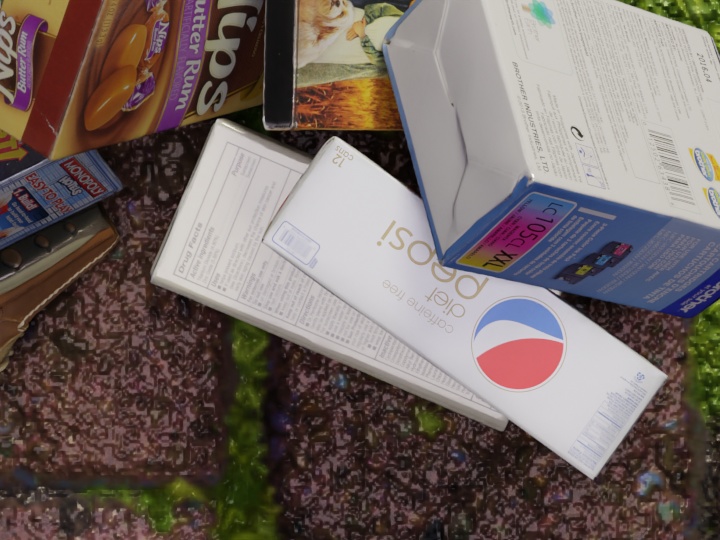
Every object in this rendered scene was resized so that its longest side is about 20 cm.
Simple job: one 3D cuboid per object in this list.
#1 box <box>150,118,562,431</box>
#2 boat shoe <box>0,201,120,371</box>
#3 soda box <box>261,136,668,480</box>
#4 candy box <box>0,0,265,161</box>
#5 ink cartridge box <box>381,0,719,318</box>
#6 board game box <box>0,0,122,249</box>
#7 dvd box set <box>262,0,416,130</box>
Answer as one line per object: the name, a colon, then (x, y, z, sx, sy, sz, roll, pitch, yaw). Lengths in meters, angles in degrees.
box: (0.000, 0.000, 1.161, 0.199, 0.078, 0.095, 24, 94, -1)
boat shoe: (-0.217, 0.024, 1.175, 0.199, 0.076, 0.074, -29, 134, -1)
soda box: (0.049, 0.016, 1.088, 0.200, 0.068, 0.064, 36, 93, -2)
candy box: (-0.095, -0.130, 1.079, 0.056, 0.200, 0.117, 31, 114, 18)
ink cartridge box: (0.120, -0.059, 1.082, 0.199, 0.076, 0.137, 11, 52, -35)
board game box: (-0.229, -0.076, 1.141, 0.199, 0.062, 0.201, -12, 67, 8)
dvd box set: (0.041, -0.142, 1.117, 0.199, 0.029, 0.147, -1, 96, -37)
